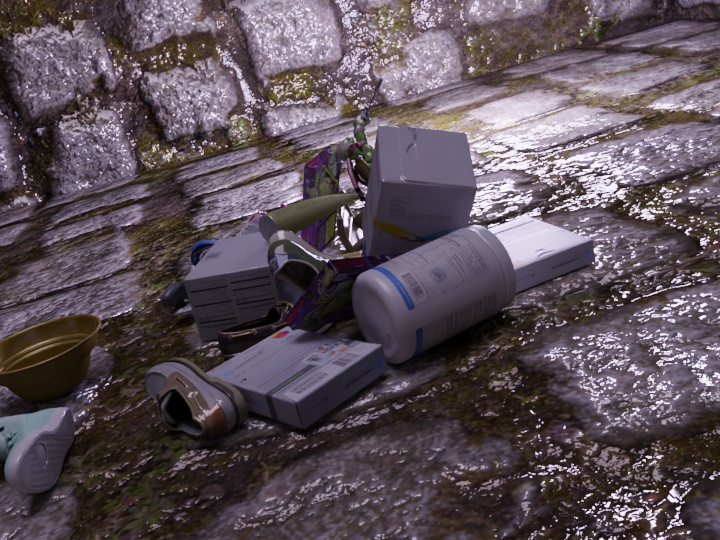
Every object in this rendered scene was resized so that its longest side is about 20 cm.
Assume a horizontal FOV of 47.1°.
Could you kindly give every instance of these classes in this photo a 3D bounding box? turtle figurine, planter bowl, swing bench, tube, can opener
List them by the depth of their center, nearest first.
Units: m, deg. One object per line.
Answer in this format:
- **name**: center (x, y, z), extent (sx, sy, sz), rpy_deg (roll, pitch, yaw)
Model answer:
- **planter bowl**: center (-0.497, 0.150, 1.311), extent (0.198, 0.084, 0.201), rpy_deg (-12, 20, 4)
- **tube**: center (-0.088, -0.102, 1.444), extent (0.058, 0.052, 0.199), rpy_deg (42, 45, 21)
- **turtle figurine**: center (0.045, -0.214, 1.461), extent (0.142, 0.202, 0.194), rpy_deg (10, 3, -22)
- **swing bench**: center (0.063, -0.092, 1.519), extent (0.198, 0.131, 0.199), rpy_deg (-18, 19, 8)
- **can opener**: center (-0.298, 0.035, 1.529), extent (0.052, 0.067, 0.200), rpy_deg (-9, 15, 17)

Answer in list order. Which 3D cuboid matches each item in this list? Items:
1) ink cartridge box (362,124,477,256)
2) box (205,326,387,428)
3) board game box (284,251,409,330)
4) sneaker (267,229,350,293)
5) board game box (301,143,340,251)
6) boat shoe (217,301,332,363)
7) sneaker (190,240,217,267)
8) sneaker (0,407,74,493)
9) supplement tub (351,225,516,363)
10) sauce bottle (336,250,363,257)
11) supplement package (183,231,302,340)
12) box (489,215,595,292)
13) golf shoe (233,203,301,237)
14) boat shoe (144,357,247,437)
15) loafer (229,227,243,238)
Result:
- **ink cartridge box**: center (0.086, -0.101, 1.295), extent (0.144, 0.201, 0.148), rpy_deg (4, 44, -6)
- **box**: center (-0.088, 0.135, 1.096), extent (0.199, 0.042, 0.155), rpy_deg (7, 28, 45)
- **board game box**: center (-0.007, 0.027, 1.180), extent (0.032, 0.120, 0.199), rpy_deg (48, 30, 24)
- **sneaker**: center (-0.060, 0.015, 1.300), extent (0.067, 0.199, 0.090), rpy_deg (-51, 23, 34)
- **board game box**: center (-0.076, -0.127, 1.577), extent (0.032, 0.202, 0.120), rpy_deg (14, 32, 13)
- **boat shoe**: center (-0.124, 0.084, 1.259), extent (0.199, 0.060, 0.072), rpy_deg (-24, 20, -25)
- **sneaker**: center (-0.220, -0.017, 1.563), extent (0.198, 0.071, 0.078), rpy_deg (-1, 23, -15)
- **sneaker**: center (-0.442, 0.235, 1.045), extent (0.117, 0.075, 0.200), rpy_deg (-9, 9, -5)
- **supplement tub**: center (0.100, 0.031, 1.133), extent (0.199, 0.133, 0.132), rpy_deg (-23, 21, -26)
- **sauce bottle**: center (0.000, 0.000, 1.398), extent (0.198, 0.065, 0.065), rpy_deg (-10, 19, 7)
- **supplement package**: center (-0.188, 0.018, 1.411), extent (0.154, 0.112, 0.200), rpy_deg (-10, 19, 11)
- **box**: center (0.255, -0.030, 1.327), extent (0.154, 0.042, 0.200), rpy_deg (-20, 19, -14)
- **golf shoe**: center (-0.212, -0.069, 1.628), extent (0.198, 0.092, 0.076), rpy_deg (-20, 32, 1)
- **boat shoe**: center (-0.234, 0.167, 1.085), extent (0.068, 0.076, 0.199), rpy_deg (-23, 21, -40)
- **loafer**: center (-0.244, -0.055, 1.715), extent (0.198, 0.072, 0.073), rpy_deg (-16, 19, -3)
